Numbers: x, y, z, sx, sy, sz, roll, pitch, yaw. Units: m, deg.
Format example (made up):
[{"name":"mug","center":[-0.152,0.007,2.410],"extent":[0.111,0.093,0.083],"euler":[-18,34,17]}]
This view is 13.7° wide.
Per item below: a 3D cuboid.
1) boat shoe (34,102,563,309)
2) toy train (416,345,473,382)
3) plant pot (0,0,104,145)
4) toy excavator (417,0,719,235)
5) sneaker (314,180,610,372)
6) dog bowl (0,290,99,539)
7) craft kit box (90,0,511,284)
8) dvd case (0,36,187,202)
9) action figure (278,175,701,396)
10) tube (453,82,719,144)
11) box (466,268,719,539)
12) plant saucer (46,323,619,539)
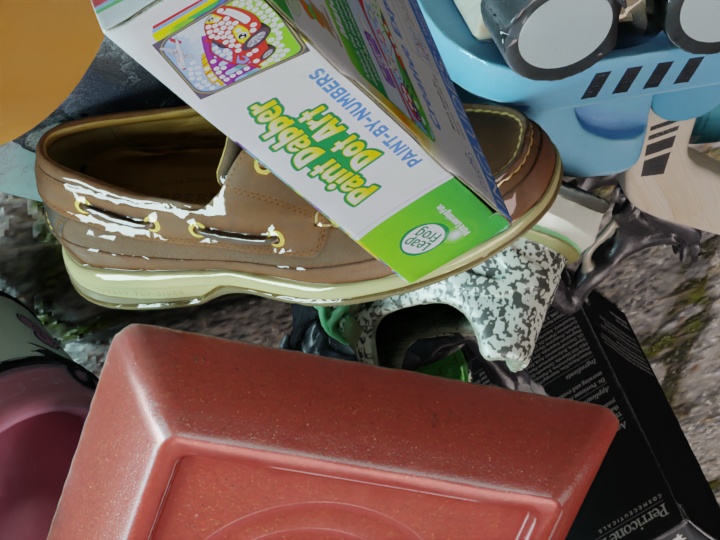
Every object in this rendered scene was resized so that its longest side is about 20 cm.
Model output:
[{"name":"boat shoe","center":[-0.028,-0.032,1.081],"extent":[0.200,0.072,0.068],"euler":[-6,136,23]},{"name":"toy train","center":[0.037,0.077,1.281],"extent":[0.056,0.200,0.042],"euler":[-9,117,-7]},{"name":"plant pot","center":[-0.168,-0.102,0.867],"extent":[0.200,0.200,0.183],"euler":[-37,164,21]},{"name":"toy excavator","center":[0.105,-0.074,1.139],"extent":[0.194,0.100,0.200],"euler":[-9,138,-20]},{"name":"sneaker","center":[0.000,0.000,1.157],"extent":[0.200,0.089,0.077],"euler":[2,162,44]},{"name":"dog bowl","center":[-0.166,0.111,1.201],"extent":[0.200,0.074,0.201],"euler":[-35,138,-38]},{"name":"craft kit box","center":[-0.041,-0.117,0.900],"extent":[0.048,0.200,0.198],"euler":[-28,149,11]},{"name":"dvd case","center":[-0.110,-0.082,1.084],"extent":[0.146,0.022,0.200],"euler":[-41,145,27]},{"name":"action figure","center":[0.043,0.018,1.254],"extent":[0.200,0.119,0.102],"euler":[-28,132,-7]},{"name":"tube","center":[0.055,-0.068,1.198],"extent":[0.199,0.051,0.077],"euler":[-6,156,-23]},{"name":"box","center":[0.055,0.117,1.393],"extent":[0.200,0.141,0.079],"euler":[-32,148,15]},{"name":"plant saucer","center":[-0.021,0.120,1.158],"extent":[0.199,0.037,0.200],"euler":[10,127,-15]}]
